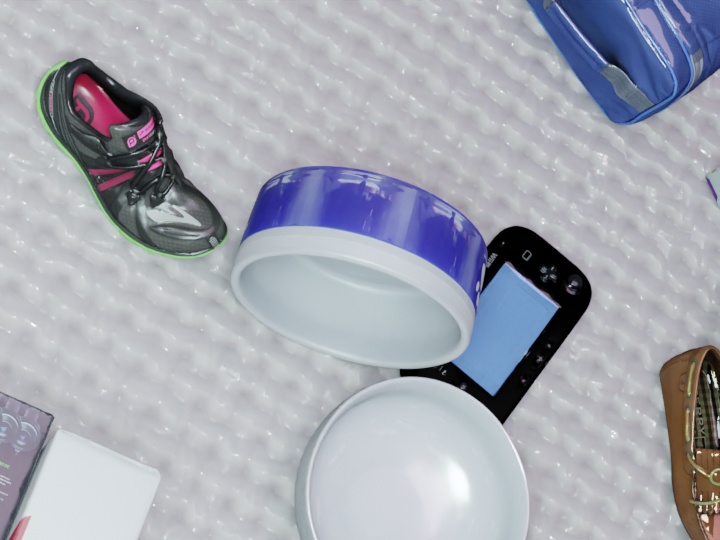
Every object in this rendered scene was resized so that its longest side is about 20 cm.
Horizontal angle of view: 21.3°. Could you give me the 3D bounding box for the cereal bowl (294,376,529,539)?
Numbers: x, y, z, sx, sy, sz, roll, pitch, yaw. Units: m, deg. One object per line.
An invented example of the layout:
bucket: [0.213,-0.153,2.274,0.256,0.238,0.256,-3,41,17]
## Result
cereal bowl: [0.033,0.191,1.566,0.198,0.083,0.202,7,73,-22]

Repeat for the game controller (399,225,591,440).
game controller: [0.118,0.053,1.668,0.104,0.042,0.200,43,62,-7]

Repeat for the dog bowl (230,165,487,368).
dog bowl: [0.000,0.000,1.542,0.199,0.200,0.079,24,65,-16]

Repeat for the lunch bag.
lunch bag: [0.243,-0.244,1.756,0.132,0.136,0.201,-37,91,-28]

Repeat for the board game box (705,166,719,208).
board game box: [0.447,-0.091,1.820,0.199,0.103,0.106,-22,84,-27]

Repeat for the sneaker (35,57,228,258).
sneaker: [-0.185,-0.089,1.552,0.200,0.084,0.077,46,63,-5]

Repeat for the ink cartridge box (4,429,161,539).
ink cartridge box: [-0.226,0.214,1.381,0.082,0.200,0.148,25,66,-11]

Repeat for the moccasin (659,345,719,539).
moccasin: [0.320,0.168,1.702,0.073,0.078,0.203,3,74,-23]

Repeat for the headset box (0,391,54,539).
headset box: [-0.308,0.178,1.369,0.092,0.174,0.201,26,67,-15]
